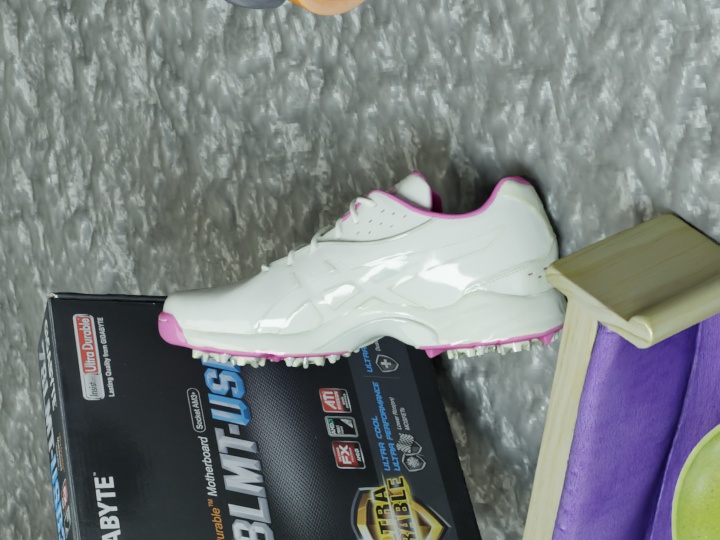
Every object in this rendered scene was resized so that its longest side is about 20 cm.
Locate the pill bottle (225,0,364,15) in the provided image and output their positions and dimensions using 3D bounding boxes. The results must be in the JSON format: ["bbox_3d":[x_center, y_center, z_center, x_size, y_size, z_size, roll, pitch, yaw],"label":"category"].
[{"bbox_3d":[-0.069,-0.195,1.126,0.200,0.106,0.107,36,133,37],"label":"pill bottle"}]

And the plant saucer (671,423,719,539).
[{"bbox_3d":[0.221,0.136,0.962,0.200,0.031,0.201,28,135,31],"label":"plant saucer"}]

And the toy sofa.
[{"bbox_3d":[0.130,0.086,1.034,0.098,0.083,0.201,38,134,37],"label":"toy sofa"}]

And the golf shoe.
[{"bbox_3d":[0.000,0.000,1.107,0.075,0.199,0.092,-40,-54,-85],"label":"golf shoe"}]

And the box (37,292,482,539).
[{"bbox_3d":[-0.050,0.099,1.118,0.201,0.197,0.050,-103,24,-43],"label":"box"}]
